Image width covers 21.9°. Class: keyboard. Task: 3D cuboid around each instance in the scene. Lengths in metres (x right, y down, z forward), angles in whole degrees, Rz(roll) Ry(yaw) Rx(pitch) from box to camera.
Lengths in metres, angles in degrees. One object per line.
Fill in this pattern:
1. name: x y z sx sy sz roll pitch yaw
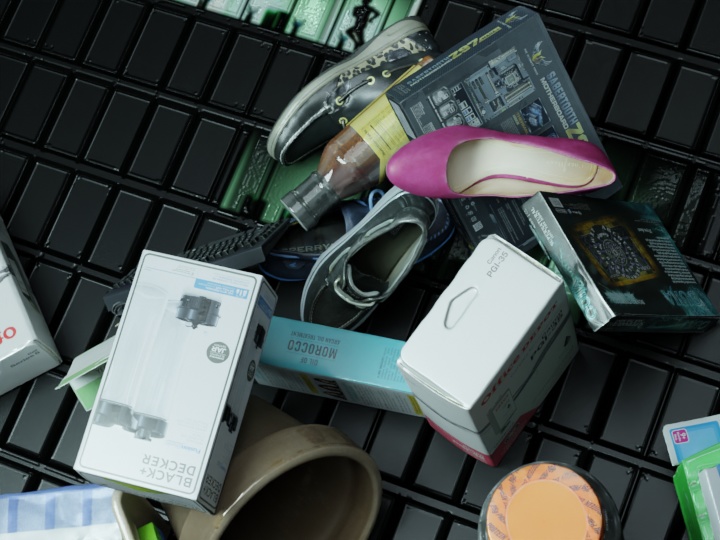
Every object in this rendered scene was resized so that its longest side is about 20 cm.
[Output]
1. keyboard: -0.167 0.002 1.768 0.199 0.021 0.127 -18 23 32

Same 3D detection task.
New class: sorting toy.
1. sorting toy: -0.162 0.299 1.647 0.036 0.185 0.201 -19 68 -1

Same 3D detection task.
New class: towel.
1. towel: -0.280 0.303 1.757 0.146 0.024 0.201 -8 67 11

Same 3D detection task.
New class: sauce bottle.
1. sauce bottle: 0.010 -0.118 1.763 0.200 0.066 0.066 -41 68 0

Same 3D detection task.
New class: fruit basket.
1. fruit basket: 0.383 0.201 1.627 0.199 0.094 0.186 -12 69 3

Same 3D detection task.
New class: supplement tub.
1. supplement tub: 0.166 0.236 1.597 0.122 0.200 0.123 -4 70 10

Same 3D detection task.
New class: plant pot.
1. plant pot: -0.107 0.192 1.687 0.200 0.200 0.175 -42 52 -6

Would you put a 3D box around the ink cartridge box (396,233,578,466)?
1. ink cartridge box: 0.118 0.076 1.664 0.083 0.200 0.147 34 80 20

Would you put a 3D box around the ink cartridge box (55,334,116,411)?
1. ink cartridge box: -0.204 0.079 1.729 0.145 0.200 0.048 -29 98 -1

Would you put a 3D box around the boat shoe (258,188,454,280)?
1. boat shoe: -0.006 -0.030 1.797 0.199 0.069 0.085 -18 68 4

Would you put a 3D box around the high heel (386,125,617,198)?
1. high heel: 0.127 -0.089 1.663 0.199 0.096 0.068 1 104 -22

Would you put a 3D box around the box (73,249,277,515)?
1. box: -0.154 0.094 1.578 0.116 0.060 0.201 13 75 14

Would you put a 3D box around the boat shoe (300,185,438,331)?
1. boat shoe: 0.000 0.000 1.732 0.072 0.071 0.200 31 122 -7

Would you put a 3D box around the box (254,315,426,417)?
1. box: -0.029 0.087 1.753 0.199 0.082 0.049 11 72 14

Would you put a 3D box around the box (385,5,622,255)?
1. box: 0.136 -0.122 1.741 0.157 0.201 0.051 -33 24 -6

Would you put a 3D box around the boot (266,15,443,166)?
1. boot: 0.023 -0.137 1.830 0.203 0.074 0.154 -39 71 -3

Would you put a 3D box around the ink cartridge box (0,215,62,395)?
1. ink cartridge box: -0.405 0.031 1.844 0.145 0.084 0.201 -27 67 1

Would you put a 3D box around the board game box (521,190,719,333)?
1. board game box: 0.238 -0.005 1.680 0.028 0.199 0.136 -41 64 29
